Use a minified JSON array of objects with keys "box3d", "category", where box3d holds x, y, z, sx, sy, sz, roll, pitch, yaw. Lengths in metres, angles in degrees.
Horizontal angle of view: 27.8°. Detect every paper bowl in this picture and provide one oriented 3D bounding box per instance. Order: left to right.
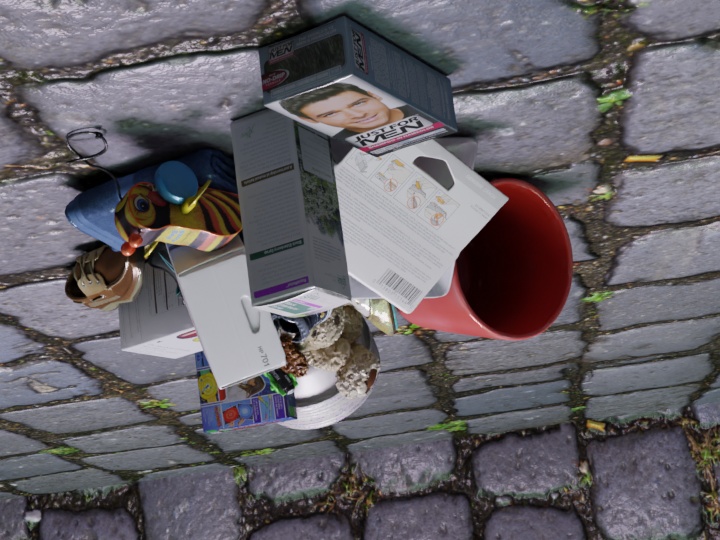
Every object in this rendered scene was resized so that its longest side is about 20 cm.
[{"box3d":[-0.077,0.127,2.154,0.199,0.202,0.105,-10,140,11],"category":"paper bowl"}]

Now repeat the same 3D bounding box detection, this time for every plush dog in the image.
[{"box3d":[-0.060,0.064,2.004,0.160,0.201,0.172,8,171,31],"category":"plush dog"}]

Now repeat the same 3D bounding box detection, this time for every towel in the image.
[{"box3d":[-0.221,-0.081,1.613,0.199,0.049,0.112,-16,153,24],"category":"towel"}]

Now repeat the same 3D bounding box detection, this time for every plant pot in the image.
[{"box3d":[0.135,-0.005,1.816,0.199,0.202,0.177,5,171,-36],"category":"plant pot"}]

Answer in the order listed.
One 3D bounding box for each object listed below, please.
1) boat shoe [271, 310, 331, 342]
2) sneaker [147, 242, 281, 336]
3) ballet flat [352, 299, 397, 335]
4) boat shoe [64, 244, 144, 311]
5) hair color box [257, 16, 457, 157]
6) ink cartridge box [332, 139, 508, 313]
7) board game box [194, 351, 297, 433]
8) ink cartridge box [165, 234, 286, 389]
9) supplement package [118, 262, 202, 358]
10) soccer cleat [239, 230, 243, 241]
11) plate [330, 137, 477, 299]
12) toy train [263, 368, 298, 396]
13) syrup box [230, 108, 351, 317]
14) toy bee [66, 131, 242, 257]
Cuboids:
[{"box3d":[-0.080,0.050,1.777,0.070,0.091,0.200,20,161,7],"category":"boat shoe"},{"box3d":[-0.178,0.022,1.791,0.079,0.200,0.075,-41,-160,2],"category":"sneaker"},{"box3d":[0.000,0.000,1.803,0.070,0.071,0.201,-8,123,3],"category":"ballet flat"},{"box3d":[-0.327,0.008,1.847,0.073,0.076,0.200,4,160,-25],"category":"boat shoe"},{"box3d":[0.001,-0.170,1.383,0.099,0.061,0.200,-16,161,29],"category":"hair color box"},{"box3d":[0.036,-0.070,1.587,0.200,0.045,0.176,34,102,-33],"category":"ink cartridge box"},{"box3d":[-0.170,0.124,2.084,0.134,0.201,0.034,-10,168,13],"category":"board game box"},{"box3d":[-0.158,0.026,1.649,0.085,0.147,0.200,-20,-161,-6],"category":"ink cartridge box"},{"box3d":[-0.214,0.038,1.930,0.199,0.110,0.113,-18,162,33],"category":"supplement package"},{"box3d":[-0.089,-0.034,1.857,0.083,0.065,0.199,28,-162,36],"category":"soccer cleat"},{"box3d":[0.022,-0.062,1.632,0.198,0.201,0.032,-1,-154,-22],"category":"plate"},{"box3d":[-0.154,0.094,2.030,0.042,0.200,0.056,-35,169,-9],"category":"toy train"},{"box3d":[-0.071,-0.059,1.483,0.081,0.201,0.079,-15,163,27],"category":"syrup box"},{"box3d":[-0.213,-0.053,1.505,0.199,0.109,0.131,8,146,-9],"category":"toy bee"}]
